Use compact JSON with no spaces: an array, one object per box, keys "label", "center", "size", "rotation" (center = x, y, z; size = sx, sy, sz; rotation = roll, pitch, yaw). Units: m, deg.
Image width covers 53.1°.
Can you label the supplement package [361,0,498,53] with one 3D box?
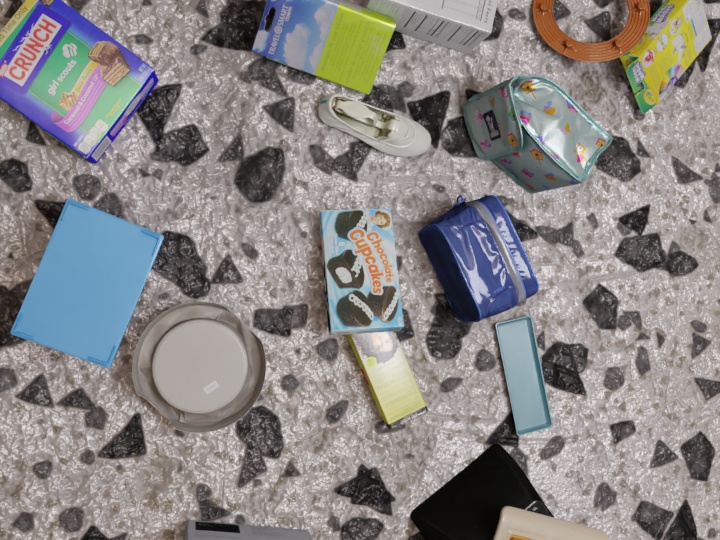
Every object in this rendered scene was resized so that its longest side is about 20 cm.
[{"label":"supplement package","center":[0.114,-0.447,1.171],"size":[0.200,0.110,0.114],"rotation":[14,86,-11]}]

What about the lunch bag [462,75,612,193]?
[{"label":"lunch bag","center":[0.272,-0.225,1.172],"size":[0.200,0.170,0.122],"rotation":[36,81,-14]}]

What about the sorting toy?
[{"label":"sorting toy","center":[0.265,0.465,1.055],"size":[0.185,0.036,0.200],"rotation":[18,86,-12]}]

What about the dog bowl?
[{"label":"dog bowl","center":[-0.247,0.147,1.114],"size":[0.200,0.059,0.200],"rotation":[0,90,-12]}]

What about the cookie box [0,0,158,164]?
[{"label":"cookie box","center":[-0.435,-0.287,1.068],"size":[0.200,0.075,0.171],"rotation":[36,83,-9]}]

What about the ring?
[{"label":"ring","center":[0.399,-0.453,1.244],"size":[0.200,0.019,0.201],"rotation":[-1,76,3]}]

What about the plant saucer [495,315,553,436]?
[{"label":"plant saucer","center":[0.282,0.182,1.250],"size":[0.070,0.019,0.200],"rotation":[-12,91,-12]}]

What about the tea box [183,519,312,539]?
[{"label":"tea box","center":[-0.180,0.501,1.087],"size":[0.200,0.134,0.197],"rotation":[9,88,-12]}]

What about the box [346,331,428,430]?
[{"label":"box","center":[0.037,0.154,1.180],"size":[0.075,0.050,0.200],"rotation":[-25,95,-12]}]

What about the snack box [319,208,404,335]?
[{"label":"snack box","center":[0.000,0.000,1.149],"size":[0.116,0.037,0.200],"rotation":[-3,72,-10]}]

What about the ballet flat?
[{"label":"ballet flat","center":[0.028,-0.237,1.173],"size":[0.200,0.069,0.070],"rotation":[18,86,-12]}]

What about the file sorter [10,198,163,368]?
[{"label":"file sorter","center":[-0.388,0.018,1.051],"size":[0.139,0.123,0.200],"rotation":[22,85,-12]}]

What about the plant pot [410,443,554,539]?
[{"label":"plant pot","center":[0.235,0.433,1.157],"size":[0.200,0.177,0.200],"rotation":[-36,97,-11]}]

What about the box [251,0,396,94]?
[{"label":"box","center":[-0.058,-0.371,1.139],"size":[0.200,0.048,0.122],"rotation":[17,118,-12]}]

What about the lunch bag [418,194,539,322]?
[{"label":"lunch bag","center":[0.195,-0.028,1.172],"size":[0.132,0.136,0.200],"rotation":[-25,94,-12]}]

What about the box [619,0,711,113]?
[{"label":"box","center":[0.533,-0.386,1.272],"size":[0.200,0.048,0.117],"rotation":[-50,129,-10]}]
